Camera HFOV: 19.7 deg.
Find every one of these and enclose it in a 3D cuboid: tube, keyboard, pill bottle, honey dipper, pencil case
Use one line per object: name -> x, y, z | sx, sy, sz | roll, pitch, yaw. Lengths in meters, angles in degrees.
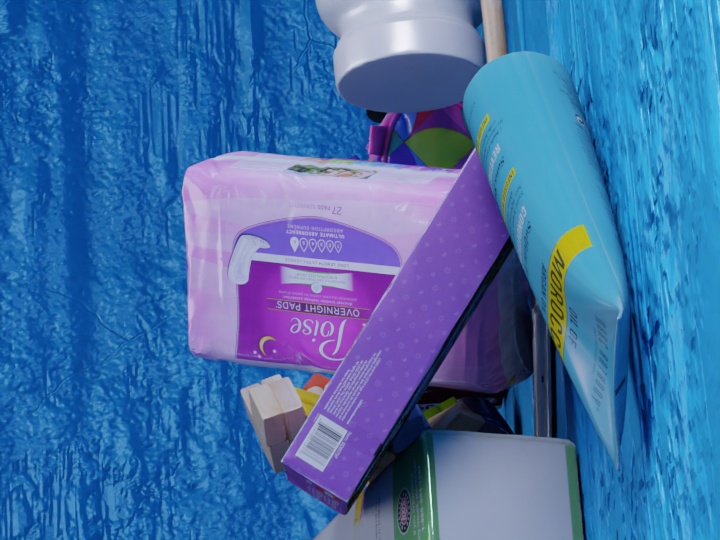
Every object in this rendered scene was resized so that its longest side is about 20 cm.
tube -> 0.084, -0.015, 0.845 | 0.200, 0.050, 0.077 | -103, 1, -51
keyboard -> 0.100, 0.105, 1.134 | 0.056, 0.011, 0.200 | -79, -12, -73
pill bottle -> 0.026, -0.209, 1.317 | 0.116, 0.116, 0.200 | 91, 177, -72
honey dipper -> 0.072, -0.151, 1.161 | 0.038, 0.038, 0.200 | -175, 81, -89
pencil case -> 0.045, -0.085, 1.475 | 0.200, 0.088, 0.088 | 136, 131, -90

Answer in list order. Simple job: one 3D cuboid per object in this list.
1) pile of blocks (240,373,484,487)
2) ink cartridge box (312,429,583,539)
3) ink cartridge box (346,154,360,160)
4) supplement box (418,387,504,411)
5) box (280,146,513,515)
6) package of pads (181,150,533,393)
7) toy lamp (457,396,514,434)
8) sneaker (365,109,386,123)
pile of blocks -> 0.012, 0.082, 1.140 | 0.200, 0.082, 0.062 | 28, -157, -44
ink cartridge box -> 0.040, 0.181, 1.054 | 0.200, 0.087, 0.145 | 130, 140, -59
ink cartridge box -> 0.026, -0.015, 1.421 | 0.099, 0.039, 0.200 | 51, -178, 23
supplement box -> 0.042, 0.036, 1.330 | 0.200, 0.109, 0.061 | 88, 179, -68
box -> 0.030, 0.023, 1.007 | 0.200, 0.039, 0.137 | -58, -4, -8
package of pads -> 0.000, 0.000, 1.174 | 0.076, 0.200, 0.121 | -26, -62, -60
toy lamp -> 0.072, 0.140, 1.256 | 0.200, 0.058, 0.058 | -87, -5, -63
sneaker -> 0.046, -0.182, 1.590 | 0.200, 0.074, 0.089 | 111, 157, -63
